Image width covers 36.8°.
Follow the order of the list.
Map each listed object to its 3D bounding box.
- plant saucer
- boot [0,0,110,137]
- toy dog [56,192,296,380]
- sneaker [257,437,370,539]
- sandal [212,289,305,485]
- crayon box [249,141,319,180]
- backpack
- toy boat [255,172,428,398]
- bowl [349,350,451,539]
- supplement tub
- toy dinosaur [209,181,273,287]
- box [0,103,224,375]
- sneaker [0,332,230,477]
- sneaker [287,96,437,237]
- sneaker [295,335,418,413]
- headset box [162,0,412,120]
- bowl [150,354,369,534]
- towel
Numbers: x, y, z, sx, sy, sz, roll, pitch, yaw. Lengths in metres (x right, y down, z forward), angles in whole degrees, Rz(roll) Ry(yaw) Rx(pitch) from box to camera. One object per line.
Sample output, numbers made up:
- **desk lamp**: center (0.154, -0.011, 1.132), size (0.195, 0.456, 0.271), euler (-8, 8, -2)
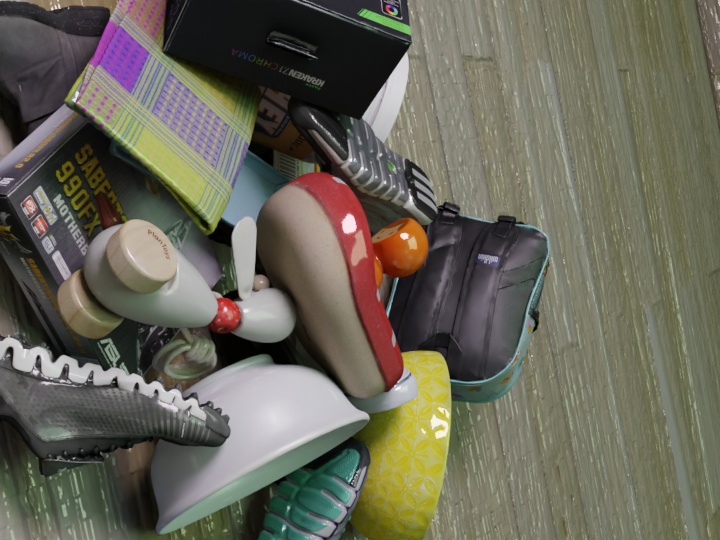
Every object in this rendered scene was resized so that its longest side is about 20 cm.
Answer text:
- **plant saucer**: center (-0.125, -0.081, 0.874), size (0.199, 0.019, 0.071), euler (34, 58, -50)
- **boot**: center (-0.256, -0.133, 0.827), size (0.199, 0.069, 0.134), euler (-15, 101, -50)
- **toy dog**: center (-0.139, 0.000, 0.814), size (0.200, 0.130, 0.098), euler (42, 29, -61)
- **sneaker**: center (-0.049, 0.250, 1.003), size (0.201, 0.074, 0.088), euler (-55, 142, -13)
- **sandal**: center (-0.082, 0.109, 1.029), size (0.202, 0.081, 0.055), euler (65, 14, -9)
- **crayon box**: center (-0.049, -0.122, 1.143), size (0.199, 0.050, 0.129), euler (17, 67, -53)
- **backpack**: center (0.116, 0.049, 1.234), size (0.154, 0.173, 0.202), euler (84, 22, -61)
- **toy boat**: center (0.000, 0.000, 0.903), size (0.130, 0.130, 0.201), euler (-35, 136, -14)
- **bowl**: center (0.012, 0.173, 1.085), size (0.106, 0.201, 0.203), euler (11, 65, -9)
- **supplement tub**: center (-0.070, -0.185, 0.985), size (0.197, 0.144, 0.147), euler (19, 62, -21)
- **toy dinosaur**: center (-0.125, -0.065, 0.965), size (0.201, 0.101, 0.078), euler (57, 39, -36)
- **box**: center (-0.197, -0.025, 0.849), size (0.159, 0.048, 0.202), euler (-54, 138, -40)
- **sneaker**: center (-0.195, 0.110, 0.788), size (0.197, 0.066, 0.092), euler (18, 81, -9)
- **sneaker**: center (-0.026, -0.075, 0.947), size (0.199, 0.114, 0.076), euler (37, 37, -44)
- **sneaker**: center (-0.016, 0.082, 1.024), size (0.072, 0.199, 0.072), euler (-23, 108, -26)
- **headset box**: center (-0.058, -0.234, 0.860), size (0.172, 0.093, 0.202), euler (17, 49, -23)
- **bowl**: center (-0.097, 0.132, 0.904), size (0.200, 0.200, 0.091), euler (-10, 68, -56)
- **towel**: center (-0.139, -0.130, 0.809), size (0.143, 0.023, 0.202), euler (42, 31, -26)
